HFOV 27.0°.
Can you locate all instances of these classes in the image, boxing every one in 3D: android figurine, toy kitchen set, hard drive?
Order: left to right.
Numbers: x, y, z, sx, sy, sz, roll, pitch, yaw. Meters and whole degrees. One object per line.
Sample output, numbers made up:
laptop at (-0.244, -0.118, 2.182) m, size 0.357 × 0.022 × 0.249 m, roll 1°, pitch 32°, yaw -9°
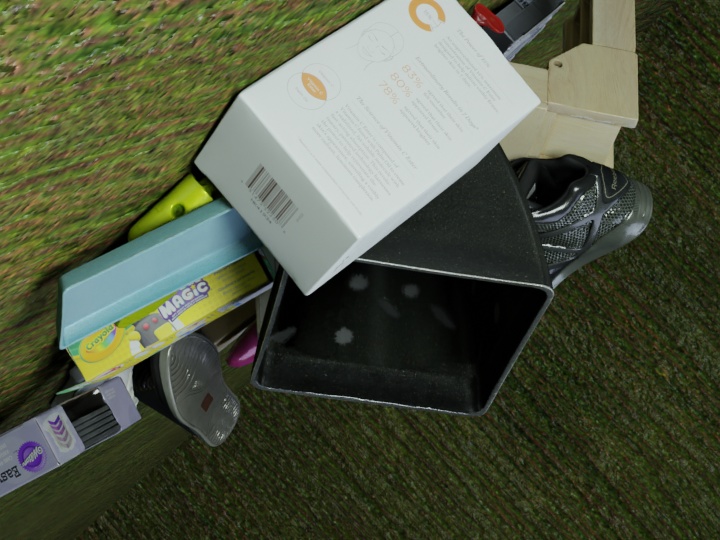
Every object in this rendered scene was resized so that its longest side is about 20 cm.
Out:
android figurine at (-0.131, -0.026, 1.131) m, size 0.200 × 0.041 × 0.182 m, roll -41°, pitch 177°, yaw 3°
hard drive at (0.111, -0.199, 1.500) m, size 0.200 × 0.038 × 0.140 m, roll -45°, pitch 179°, yaw 39°
toy kitchen set at (0.120, -0.157, 1.306) m, size 0.163 × 0.199 × 0.181 m, roll 107°, pitch -8°, yaw -53°

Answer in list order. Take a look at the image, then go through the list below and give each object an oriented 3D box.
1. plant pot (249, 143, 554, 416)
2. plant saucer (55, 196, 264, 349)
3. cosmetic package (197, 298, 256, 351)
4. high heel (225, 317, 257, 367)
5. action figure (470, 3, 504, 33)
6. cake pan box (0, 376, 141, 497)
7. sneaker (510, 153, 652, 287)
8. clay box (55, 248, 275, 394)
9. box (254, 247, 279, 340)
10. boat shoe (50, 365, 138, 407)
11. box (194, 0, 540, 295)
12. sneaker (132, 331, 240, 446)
plant pot at (0.029, -0.016, 1.206) m, size 0.200 × 0.199 × 0.178 m, roll 111°, pitch -15°, yaw -53°
plant saucer at (-0.127, -0.012, 1.043) m, size 0.200 × 0.019 × 0.070 m, roll -28°, pitch 154°, yaw -30°
cosmetic package at (-0.105, 0.004, 1.515) m, size 0.200 × 0.071 × 0.105 m, roll -39°, pitch 176°, yaw -22°
high heel at (-0.042, 0.060, 1.494) m, size 0.200 × 0.096 × 0.067 m, roll -37°, pitch 174°, yaw -40°
action figure at (0.064, -0.169, 1.397) m, size 0.065 × 0.052 × 0.200 m, roll -44°, pitch -179°, yaw -34°
cake pan box at (-0.305, 0.166, 1.306) m, size 0.200 × 0.052 × 0.184 m, roll -29°, pitch -179°, yaw 14°
sneaker at (0.136, -0.032, 1.263) m, size 0.199 × 0.114 × 0.076 m, roll -36°, pitch -142°, yaw 37°
clay box at (-0.169, 0.039, 1.271) m, size 0.199 × 0.048 × 0.115 m, roll -28°, pitch 178°, yaw 0°
box at (0.000, 0.000, 1.398) m, size 0.199 × 0.128 × 0.109 m, roll -2°, pitch 172°, yaw -5°
boat shoe at (-0.245, 0.118, 1.452) m, size 0.071 × 0.070 × 0.200 m, roll -38°, pitch 175°, yaw -35°
box at (0.006, -0.097, 1.041) m, size 0.200 × 0.125 × 0.097 m, roll -37°, pitch 176°, yaw -34°
sneaker at (-0.192, 0.103, 1.461) m, size 0.075 × 0.106 × 0.200 m, roll -57°, pitch 158°, yaw -22°
